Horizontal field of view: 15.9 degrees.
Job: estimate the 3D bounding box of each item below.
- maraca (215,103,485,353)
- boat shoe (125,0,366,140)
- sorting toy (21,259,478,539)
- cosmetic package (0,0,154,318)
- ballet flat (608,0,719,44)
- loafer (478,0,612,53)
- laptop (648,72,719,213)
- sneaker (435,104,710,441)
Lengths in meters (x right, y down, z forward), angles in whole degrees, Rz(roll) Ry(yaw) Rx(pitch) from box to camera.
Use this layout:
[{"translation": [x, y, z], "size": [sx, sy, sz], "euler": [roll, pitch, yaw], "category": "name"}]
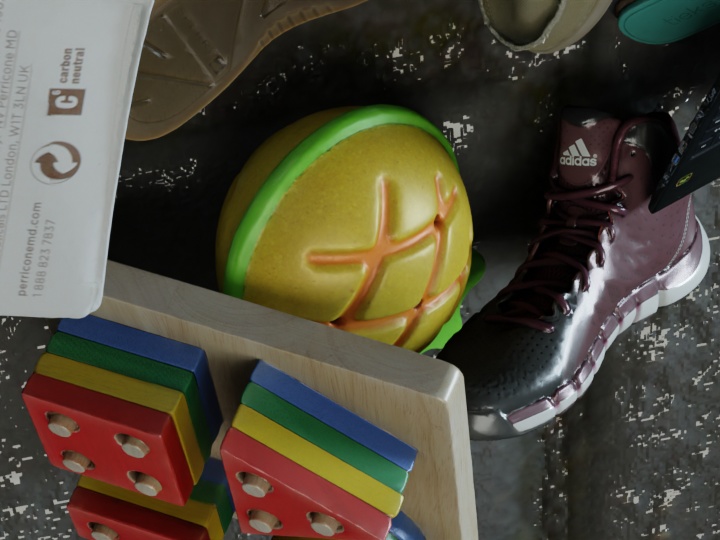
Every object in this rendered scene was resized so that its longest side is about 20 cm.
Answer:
[{"translation": [0.000, 0.000, 1.201], "size": [0.137, 0.107, 0.200], "euler": [-43, 146, -8], "category": "maraca"}, {"translation": [-0.043, -0.135, 1.101], "size": [0.200, 0.065, 0.072], "euler": [-39, 123, -6], "category": "boat shoe"}, {"translation": [-0.052, 0.093, 1.187], "size": [0.197, 0.070, 0.200], "euler": [16, 152, 14], "category": "sorting toy"}, {"translation": [-0.180, -0.110, 0.988], "size": [0.165, 0.201, 0.168], "euler": [2, 129, -17], "category": "cosmetic package"}, {"translation": [0.190, -0.154, 1.108], "size": [0.199, 0.074, 0.073], "euler": [-14, 141, 39], "category": "ballet flat"}, {"translation": [0.074, -0.166, 1.078], "size": [0.068, 0.076, 0.201], "euler": [-18, 146, -23], "category": "loafer"}, {"translation": [0.245, -0.074, 1.128], "size": [0.176, 0.104, 0.200], "euler": [-27, 161, -22], "category": "laptop"}, {"translation": [0.089, -0.014, 1.201], "size": [0.200, 0.075, 0.116], "euler": [-39, 132, -41], "category": "sneaker"}]
